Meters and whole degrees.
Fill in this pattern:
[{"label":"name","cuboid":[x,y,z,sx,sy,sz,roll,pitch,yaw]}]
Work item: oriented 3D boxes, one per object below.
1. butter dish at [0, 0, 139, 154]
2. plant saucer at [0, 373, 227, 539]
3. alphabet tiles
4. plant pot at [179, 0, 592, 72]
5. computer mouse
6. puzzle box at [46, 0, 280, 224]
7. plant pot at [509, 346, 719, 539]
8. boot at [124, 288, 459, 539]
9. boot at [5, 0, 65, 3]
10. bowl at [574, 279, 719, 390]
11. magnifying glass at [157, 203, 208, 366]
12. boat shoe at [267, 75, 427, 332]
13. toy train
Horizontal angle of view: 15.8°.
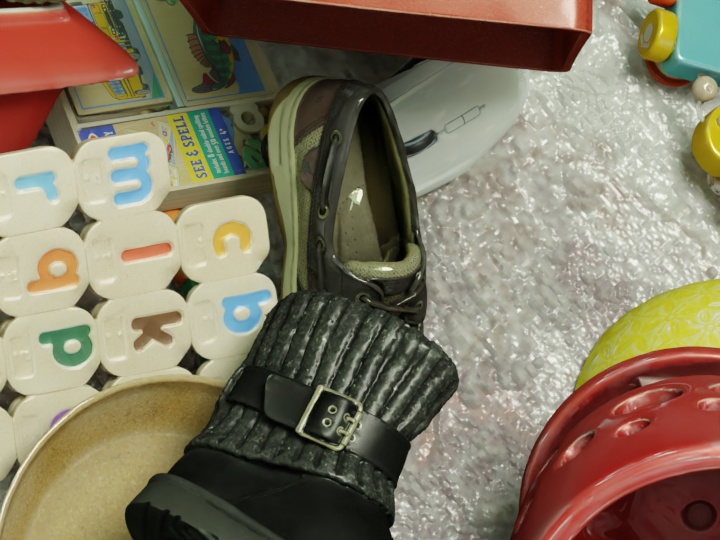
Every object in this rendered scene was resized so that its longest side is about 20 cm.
[{"label":"butter dish","cuboid":[-0.249,-0.093,1.286,0.200,0.148,0.199,38,29,30]},{"label":"plant saucer","cuboid":[-0.092,0.152,1.273,0.199,0.035,0.201,5,78,-26]},{"label":"alphabet tiles","cuboid":[-0.133,0.035,1.286,0.195,0.015,0.201,-12,102,-23]},{"label":"plant pot","cuboid":[0.020,-0.205,1.299,0.199,0.200,0.177,6,89,1]},{"label":"computer mouse","cuboid":[0.035,-0.079,1.412,0.200,0.044,0.110,-42,122,-31]},{"label":"puzzle box","cuboid":[-0.121,-0.126,1.392,0.133,0.025,0.201,-12,69,-33]},{"label":"plant pot","cuboid":[0.167,0.140,1.250,0.200,0.201,0.183,26,20,-8]},{"label":"boot","cuboid":[0.010,0.110,1.230,0.211,0.080,0.158,33,57,12]},{"label":"boot","cuboid":[-0.215,-0.213,1.302,0.174,0.066,0.200,13,25,-19]},{"label":"bowl","cuboid":[0.224,0.083,1.395,0.199,0.108,0.201,8,65,-17]},{"label":"magnifying glass","cuboid":[-0.073,0.019,1.365,0.079,0.022,0.200,-33,81,-28]},{"label":"boat shoe","cuboid":[0.000,0.000,1.320,0.073,0.065,0.201,-21,103,-33]},{"label":"toy train","cuboid":[0.241,-0.100,1.514,0.150,0.056,0.200,-27,82,-29]}]
